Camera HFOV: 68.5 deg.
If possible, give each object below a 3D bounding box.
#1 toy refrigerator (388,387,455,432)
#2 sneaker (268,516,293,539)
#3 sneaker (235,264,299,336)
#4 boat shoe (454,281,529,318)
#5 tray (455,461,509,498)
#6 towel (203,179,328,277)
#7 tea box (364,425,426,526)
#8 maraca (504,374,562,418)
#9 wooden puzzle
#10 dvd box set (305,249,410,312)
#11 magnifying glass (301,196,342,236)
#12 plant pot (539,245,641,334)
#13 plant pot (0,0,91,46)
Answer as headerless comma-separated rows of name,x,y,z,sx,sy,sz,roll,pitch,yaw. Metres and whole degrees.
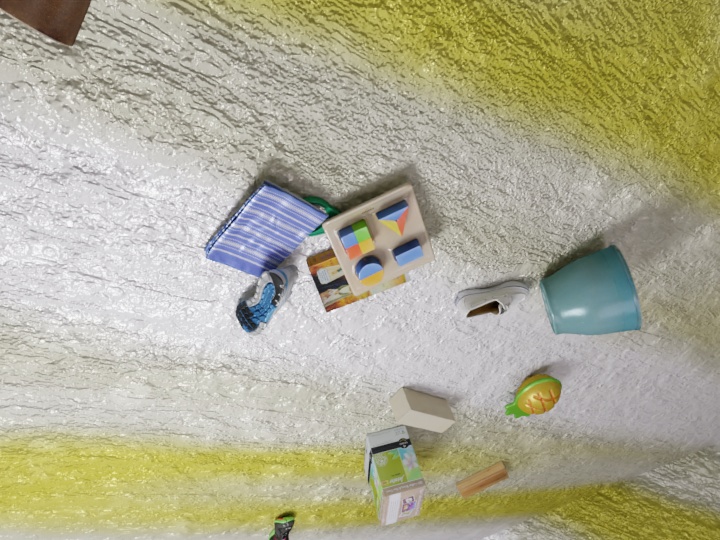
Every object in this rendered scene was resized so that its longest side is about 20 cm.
toy refrigerator,0.176,0.402,1.509,0.198,0.077,0.070,23,120,-38
sneaker,-0.261,0.897,1.785,0.075,0.085,0.203,-1,132,-22
sneaker,-0.177,0.058,1.049,0.200,0.075,0.086,-44,174,40
boat shoe,0.326,0.079,1.272,0.195,0.070,0.072,-6,133,-17
tray,0.473,0.813,2.047,0.197,0.037,0.099,-28,136,3
towel,-0.171,-0.063,0.948,0.143,0.024,0.199,24,127,-38
tea box,0.098,0.618,1.592,0.131,0.199,0.203,-10,134,-13
maraca,0.530,0.393,1.626,0.135,0.108,0.201,25,123,-26
wooden puzzle,0.043,-0.048,1.013,0.182,0.047,0.202,-25,129,0
dvd box set,0.000,0.000,1.091,0.196,0.030,0.148,-20,136,-3
magnifying glass,-0.043,-0.094,0.995,0.196,0.023,0.080,7,129,-25
plant pot,0.536,0.064,1.261,0.184,0.203,0.201,-16,138,15
plant pot,-0.325,-0.372,0.523,0.186,0.187,0.201,31,100,-40
